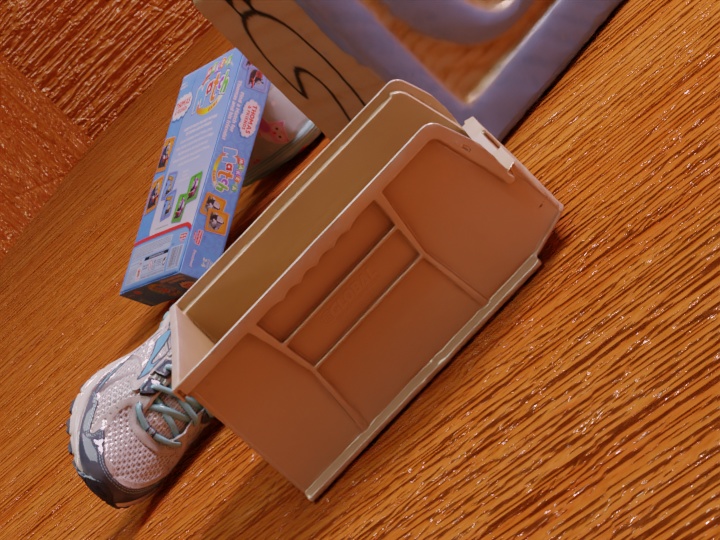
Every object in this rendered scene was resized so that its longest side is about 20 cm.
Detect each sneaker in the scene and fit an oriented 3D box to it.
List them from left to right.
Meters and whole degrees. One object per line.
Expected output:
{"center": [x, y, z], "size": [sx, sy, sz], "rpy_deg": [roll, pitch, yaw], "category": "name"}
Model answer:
{"center": [-0.111, 0.064, 1.625], "size": [0.086, 0.078, 0.200], "rpy_deg": [-31, 19, 46], "category": "sneaker"}

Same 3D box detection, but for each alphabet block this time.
{"center": [0.038, -0.190, 1.654], "size": [0.196, 0.195, 0.200], "rpy_deg": [-47, 9, -13], "category": "alphabet block"}

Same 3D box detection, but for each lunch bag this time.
{"center": [-0.052, -0.169, 2.255], "size": [0.200, 0.077, 0.160], "rpy_deg": [-54, 11, -33], "category": "lunch bag"}

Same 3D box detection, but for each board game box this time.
{"center": [-0.134, -0.077, 2.132], "size": [0.151, 0.036, 0.201], "rpy_deg": [-17, 56, 65], "category": "board game box"}

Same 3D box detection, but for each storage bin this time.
{"center": [0.000, 0.000, 1.362], "size": [0.199, 0.094, 0.200], "rpy_deg": [-46, 10, 4], "category": "storage bin"}
